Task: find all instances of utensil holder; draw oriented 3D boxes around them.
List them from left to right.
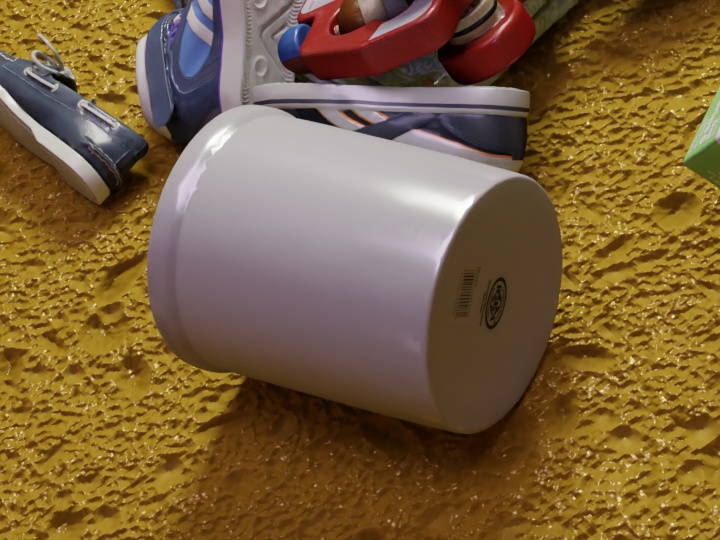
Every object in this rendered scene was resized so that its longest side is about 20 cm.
[{"bbox_3d":[0.000,0.000,1.324,0.199,0.170,0.170,14,58,31],"label":"utensil holder"}]

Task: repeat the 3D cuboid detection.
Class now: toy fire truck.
[{"bbox_3d":[0.027,-0.189,1.457,0.168,0.112,0.200,-21,29,32],"label":"toy fire truck"}]

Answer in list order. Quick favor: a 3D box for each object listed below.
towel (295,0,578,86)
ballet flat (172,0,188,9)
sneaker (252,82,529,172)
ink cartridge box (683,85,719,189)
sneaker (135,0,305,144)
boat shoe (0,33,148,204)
[{"bbox_3d":[0.052,-0.189,1.555,0.200,0.048,0.171,-45,49,-16],"label":"towel"},{"bbox_3d":[-0.129,-0.250,1.680,0.074,0.074,0.200,-30,44,-2],"label":"ballet flat"},{"bbox_3d":[0.014,-0.085,1.437,0.199,0.078,0.080,6,96,30],"label":"sneaker"},{"bbox_3d":[0.292,-0.082,1.197,0.145,0.200,0.084,33,68,-6],"label":"ink cartridge box"},{"bbox_3d":[-0.110,-0.188,1.554,0.146,0.080,0.201,7,92,44],"label":"sneaker"},{"bbox_3d":[-0.230,-0.123,1.608,0.062,0.075,0.200,-42,47,-12],"label":"boat shoe"}]
